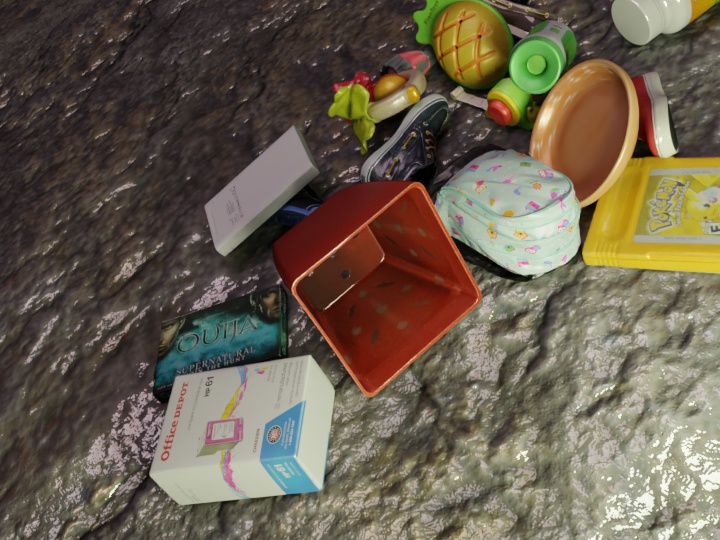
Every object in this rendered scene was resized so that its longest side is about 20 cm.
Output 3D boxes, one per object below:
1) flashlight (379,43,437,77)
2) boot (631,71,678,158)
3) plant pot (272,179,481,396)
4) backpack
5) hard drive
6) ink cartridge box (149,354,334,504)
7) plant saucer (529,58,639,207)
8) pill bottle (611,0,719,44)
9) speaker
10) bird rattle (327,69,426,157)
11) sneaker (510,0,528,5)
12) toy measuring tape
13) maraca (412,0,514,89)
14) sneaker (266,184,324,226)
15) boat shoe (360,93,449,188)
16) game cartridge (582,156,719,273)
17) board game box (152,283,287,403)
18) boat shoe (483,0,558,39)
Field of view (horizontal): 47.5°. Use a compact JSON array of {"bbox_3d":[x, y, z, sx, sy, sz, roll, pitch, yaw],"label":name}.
[{"bbox_3d":[0.124,-0.391,1.443,0.068,0.068,0.200,45,70,6],"label":"flashlight"},{"bbox_3d":[0.351,-0.199,1.124,0.143,0.073,0.200,-14,30,17],"label":"boot"},{"bbox_3d":[0.000,0.000,1.054,0.200,0.200,0.176,-39,32,-11],"label":"plant pot"},{"bbox_3d":[0.190,-0.078,1.064,0.167,0.127,0.200,-37,46,-14],"label":"backpack"},{"bbox_3d":[-0.158,-0.127,1.285,0.200,0.027,0.132,-40,39,12],"label":"hard drive"},{"bbox_3d":[-0.144,0.198,1.010,0.199,0.085,0.145,-12,46,19],"label":"ink cartridge box"},{"bbox_3d":[0.300,-0.178,1.092,0.200,0.037,0.201,-36,49,56],"label":"plant saucer"},{"bbox_3d":[0.488,-0.436,1.254,0.200,0.111,0.111,-37,43,-8],"label":"pill bottle"},{"bbox_3d":[0.275,-0.322,1.228,0.088,0.089,0.200,-6,20,23],"label":"speaker"},{"bbox_3d":[0.034,-0.273,1.329,0.162,0.113,0.200,-20,18,19],"label":"bird rattle"},{"bbox_3d":[0.245,-0.500,1.481,0.073,0.111,0.200,-59,9,10],"label":"sneaker"},{"bbox_3d":[0.207,-0.275,1.281,0.074,0.074,0.200,-42,44,-14],"label":"toy measuring tape"},{"bbox_3d":[0.168,-0.385,1.346,0.200,0.137,0.107,44,37,17],"label":"maraca"},{"bbox_3d":[-0.092,-0.107,1.281,0.199,0.070,0.078,18,67,40],"label":"sneaker"},{"bbox_3d":[0.095,-0.186,1.265,0.091,0.071,0.200,29,70,34],"label":"boat shoe"},{"bbox_3d":[0.395,-0.075,1.021,0.199,0.033,0.177,5,52,30],"label":"game cartridge"},{"bbox_3d":[-0.199,0.102,1.170,0.199,0.028,0.136,-18,45,12],"label":"board game box"},{"bbox_3d":[0.239,-0.440,1.380,0.200,0.072,0.060,35,106,24],"label":"boat shoe"}]
